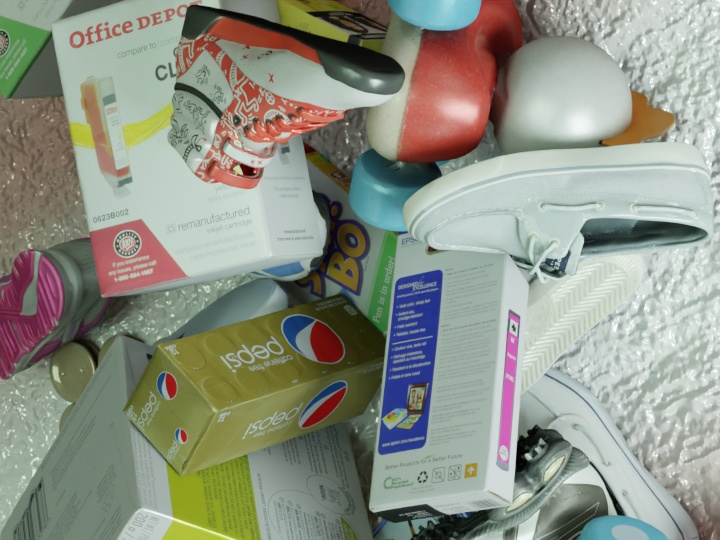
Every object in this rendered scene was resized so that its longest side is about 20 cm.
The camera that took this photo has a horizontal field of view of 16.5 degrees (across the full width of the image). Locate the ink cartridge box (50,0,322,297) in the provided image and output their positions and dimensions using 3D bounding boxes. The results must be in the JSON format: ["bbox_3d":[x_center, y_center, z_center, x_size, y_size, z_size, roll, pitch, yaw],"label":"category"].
[{"bbox_3d":[-0.122,-0.093,1.728,0.144,0.083,0.201,-13,86,27],"label":"ink cartridge box"}]

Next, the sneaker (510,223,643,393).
[{"bbox_3d":[0.105,0.021,1.682,0.200,0.075,0.085,-36,40,21],"label":"sneaker"}]

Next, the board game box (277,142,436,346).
[{"bbox_3d":[0.000,0.000,1.793,0.200,0.030,0.096,42,119,27],"label":"board game box"}]

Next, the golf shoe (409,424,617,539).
[{"bbox_3d":[0.081,0.197,1.622,0.200,0.078,0.095,-41,102,11],"label":"golf shoe"}]

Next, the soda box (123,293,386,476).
[{"bbox_3d":[-0.066,0.077,1.714,0.068,0.200,0.064,45,124,22],"label":"soda box"}]

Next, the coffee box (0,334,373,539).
[{"bbox_3d":[-0.123,0.208,1.749,0.200,0.197,0.200,-57,25,24],"label":"coffee box"}]

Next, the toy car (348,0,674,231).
[{"bbox_3d":[0.110,-0.122,1.643,0.199,0.177,0.185,14,121,4],"label":"toy car"}]

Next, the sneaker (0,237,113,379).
[{"bbox_3d":[-0.240,0.027,1.939,0.200,0.088,0.082,-25,84,58],"label":"sneaker"}]

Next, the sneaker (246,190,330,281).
[{"bbox_3d":[-0.103,-0.035,1.804,0.199,0.077,0.076,10,95,44],"label":"sneaker"}]

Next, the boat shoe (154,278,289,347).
[{"bbox_3d":[-0.107,0.070,1.836,0.065,0.074,0.200,43,138,-15],"label":"boat shoe"}]

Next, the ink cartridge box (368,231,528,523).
[{"bbox_3d":[0.059,0.061,1.618,0.094,0.037,0.201,-13,62,36],"label":"ink cartridge box"}]

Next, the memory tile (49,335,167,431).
[{"bbox_3d":[-0.160,0.126,1.931,0.199,0.017,0.154,-2,95,36],"label":"memory tile"}]

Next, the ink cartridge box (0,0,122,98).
[{"bbox_3d":[-0.269,-0.254,1.914,0.200,0.084,0.146,50,121,19],"label":"ink cartridge box"}]

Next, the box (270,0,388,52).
[{"bbox_3d":[-0.061,-0.182,1.781,0.199,0.075,0.050,29,110,30],"label":"box"}]

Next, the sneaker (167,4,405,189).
[{"bbox_3d":[-0.051,-0.100,1.590,0.201,0.067,0.109,22,103,46],"label":"sneaker"}]

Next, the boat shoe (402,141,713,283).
[{"bbox_3d":[0.129,-0.032,1.576,0.199,0.070,0.072,-8,62,-3],"label":"boat shoe"}]

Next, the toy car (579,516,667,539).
[{"bbox_3d":[0.202,0.285,1.542,0.176,0.200,0.185,8,113,-8],"label":"toy car"}]

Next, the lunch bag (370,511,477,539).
[{"bbox_3d":[0.061,0.245,1.751,0.161,0.075,0.200,52,125,19],"label":"lunch bag"}]

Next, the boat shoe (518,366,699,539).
[{"bbox_3d":[0.145,0.131,1.680,0.200,0.067,0.074,41,118,24],"label":"boat shoe"}]
